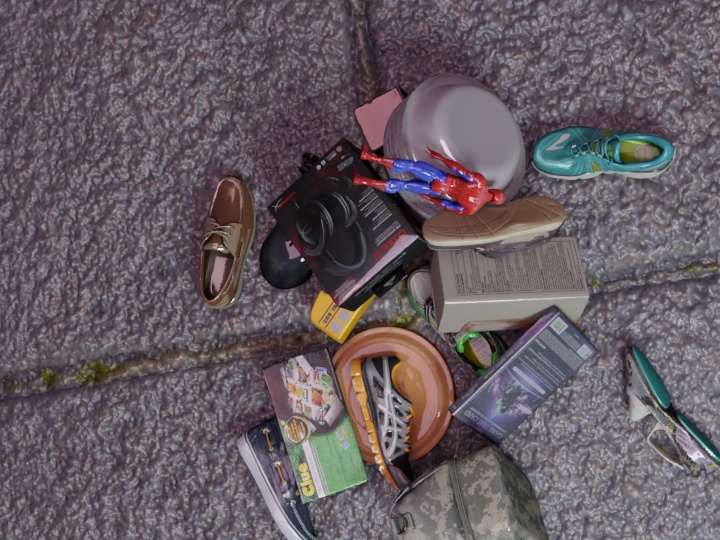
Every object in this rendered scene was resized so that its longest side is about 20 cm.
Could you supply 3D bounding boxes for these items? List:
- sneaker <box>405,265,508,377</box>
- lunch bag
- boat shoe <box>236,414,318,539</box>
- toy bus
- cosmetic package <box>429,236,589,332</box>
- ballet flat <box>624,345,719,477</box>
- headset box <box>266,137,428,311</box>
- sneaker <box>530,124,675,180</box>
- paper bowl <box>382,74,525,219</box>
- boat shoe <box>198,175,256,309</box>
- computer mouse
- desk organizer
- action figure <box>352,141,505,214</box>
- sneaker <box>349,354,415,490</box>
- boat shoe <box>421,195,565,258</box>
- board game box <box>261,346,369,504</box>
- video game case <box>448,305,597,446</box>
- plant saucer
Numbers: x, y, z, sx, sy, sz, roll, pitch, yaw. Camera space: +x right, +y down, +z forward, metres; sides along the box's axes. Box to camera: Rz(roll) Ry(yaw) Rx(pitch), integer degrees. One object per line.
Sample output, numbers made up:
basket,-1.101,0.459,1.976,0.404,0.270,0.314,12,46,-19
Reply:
sneaker,0.140,0.071,1.425,0.078,0.085,0.200,-44,81,7
lunch bag,0.145,0.337,1.358,0.166,0.200,0.141,-25,58,15
boat shoe,-0.098,0.309,1.474,0.090,0.071,0.202,-32,84,6
toy bus,0.000,0.000,1.460,0.078,0.065,0.201,35,95,2
cosmetic package,0.199,0.020,1.372,0.197,0.088,0.105,-1,57,-5
ballet flat,0.410,0.201,1.381,0.072,0.072,0.201,-38,81,8
headset box,-0.010,-0.054,1.386,0.148,0.077,0.201,-39,72,11
sneaker,0.335,-0.169,1.394,0.197,0.080,0.079,-1,89,12
paper bowl,0.138,-0.170,1.372,0.198,0.104,0.204,9,69,-24
boat shoe,-0.202,-0.042,1.500,0.074,0.072,0.203,4,90,11
computer mouse,-0.085,-0.063,1.488,0.138,0.053,0.201,35,95,9
desk organizer,0.067,-0.157,1.451,0.076,0.072,0.202,-25,84,12
action figure,0.091,-0.115,1.284,0.197,0.052,0.066,15,117,-7
sneaker,0.045,0.213,1.416,0.076,0.078,0.203,-17,87,1
boat shoe,0.175,-0.048,1.322,0.197,0.065,0.072,-12,44,-16
board game box,-0.065,0.222,1.449,0.103,0.023,0.203,-16,85,-9
video game case,0.226,0.149,1.385,0.200,0.143,0.019,-44,48,8
plant saucer,0.040,0.183,1.470,0.197,0.032,0.204,0,89,10
